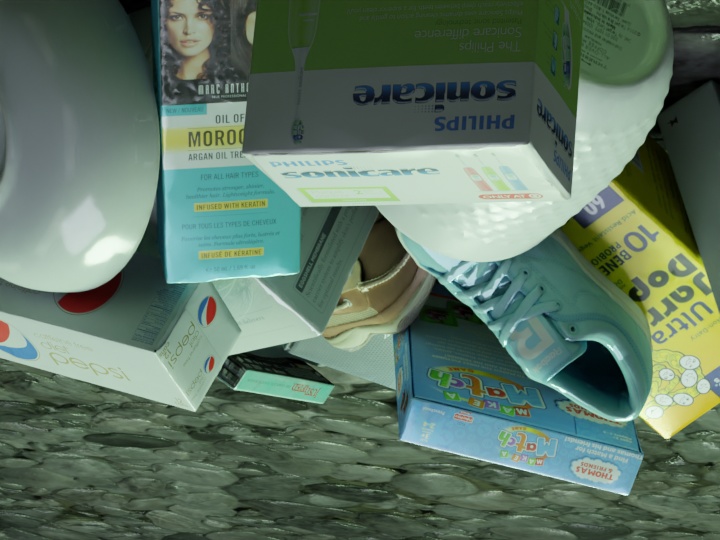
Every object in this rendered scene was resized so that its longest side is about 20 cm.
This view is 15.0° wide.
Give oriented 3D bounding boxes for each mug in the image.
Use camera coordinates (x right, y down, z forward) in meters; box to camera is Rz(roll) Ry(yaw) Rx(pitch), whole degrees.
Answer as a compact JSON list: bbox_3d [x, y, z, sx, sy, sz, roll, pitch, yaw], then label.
[{"bbox_3d":[0.073,-0.120,1.521,0.200,0.148,0.175,39,148,-6],"label":"mug"}]

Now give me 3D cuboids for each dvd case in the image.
[{"bbox_3d":[-0.127,0.034,2.037,0.200,0.022,0.146,36,-171,24],"label":"dvd case"}]

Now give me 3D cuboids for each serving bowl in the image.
[{"bbox_3d":[-0.201,-0.083,1.579,0.066,0.201,0.200,-9,176,-41],"label":"serving bowl"}]

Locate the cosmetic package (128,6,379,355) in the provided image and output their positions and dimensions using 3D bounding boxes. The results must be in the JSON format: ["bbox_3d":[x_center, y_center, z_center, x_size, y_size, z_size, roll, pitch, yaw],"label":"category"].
[{"bbox_3d":[-0.132,-0.047,1.725,0.199,0.123,0.200,-14,132,47],"label":"cosmetic package"}]

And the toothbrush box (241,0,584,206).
[{"bbox_3d":[0.031,-0.139,1.338,0.145,0.200,0.086,-2,161,19],"label":"toothbrush box"}]

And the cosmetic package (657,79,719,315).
[{"bbox_3d":[0.269,-0.005,1.700,0.052,0.200,0.151,-35,144,31],"label":"cosmetic package"}]

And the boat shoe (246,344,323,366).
[{"bbox_3d":[-0.074,0.013,2.019,0.086,0.075,0.202,36,-173,25],"label":"boat shoe"}]

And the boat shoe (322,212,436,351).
[{"bbox_3d":[0.000,0.000,1.774,0.072,0.076,0.200,27,153,-13],"label":"boat shoe"}]

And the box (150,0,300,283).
[{"bbox_3d":[-0.076,-0.092,1.555,0.082,0.049,0.200,-4,121,-8],"label":"box"}]

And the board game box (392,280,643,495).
[{"bbox_3d":[0.097,0.067,1.769,0.151,0.037,0.200,14,-157,-7],"label":"board game box"}]

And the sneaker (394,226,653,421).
[{"bbox_3d":[0.103,0.020,1.617,0.200,0.082,0.074,32,118,-23],"label":"sneaker"}]

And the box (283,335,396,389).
[{"bbox_3d":[0.066,0.030,1.921,0.200,0.051,0.158,20,141,-13],"label":"box"}]

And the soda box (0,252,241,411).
[{"bbox_3d":[-0.176,0.023,1.661,0.200,0.064,0.068,14,151,32],"label":"soda box"}]

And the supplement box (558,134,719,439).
[{"bbox_3d":[0.165,-0.008,1.718,0.109,0.110,0.200,-37,121,23],"label":"supplement box"}]
